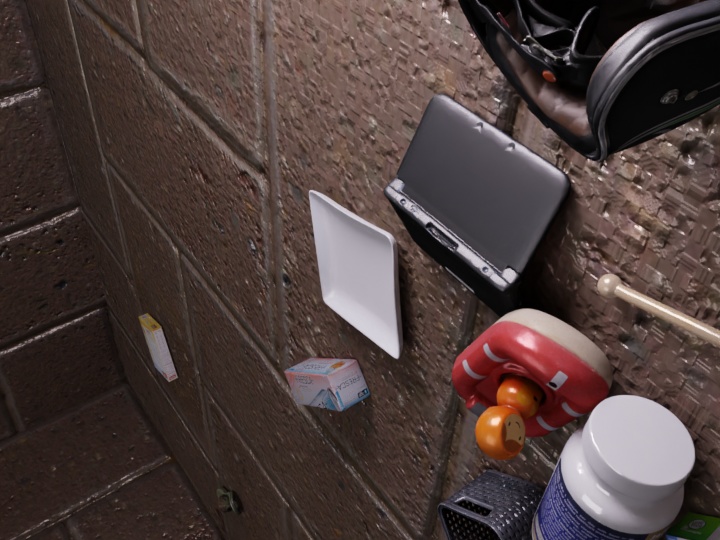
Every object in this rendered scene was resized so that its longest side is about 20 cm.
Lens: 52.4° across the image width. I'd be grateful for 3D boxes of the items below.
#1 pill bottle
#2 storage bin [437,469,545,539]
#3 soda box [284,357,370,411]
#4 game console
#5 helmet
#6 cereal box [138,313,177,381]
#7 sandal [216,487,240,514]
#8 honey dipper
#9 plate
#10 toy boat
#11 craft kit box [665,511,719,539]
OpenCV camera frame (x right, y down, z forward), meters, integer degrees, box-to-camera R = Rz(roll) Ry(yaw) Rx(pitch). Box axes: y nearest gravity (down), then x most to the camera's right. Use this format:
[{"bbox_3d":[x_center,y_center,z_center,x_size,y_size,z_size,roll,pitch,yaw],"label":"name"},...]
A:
[{"bbox_3d":[0.242,0.219,0.711,0.116,0.115,0.202,44,147,34],"label":"pill bottle"},{"bbox_3d":[0.197,0.377,0.943,0.135,0.093,0.203,-3,108,61],"label":"storage bin"},{"bbox_3d":[-0.063,0.198,1.292,0.199,0.063,0.069,-11,102,63],"label":"soda box"},{"bbox_3d":[0.131,-0.059,0.791,0.200,0.116,0.176,44,176,36],"label":"game console"},{"bbox_3d":[0.172,-0.182,0.436,0.200,0.190,0.200,48,-171,-10],"label":"helmet"},{"bbox_3d":[-0.678,0.257,2.451,0.143,0.039,0.203,27,134,51],"label":"cereal box"},{"bbox_3d":[-0.450,0.780,2.447,0.200,0.057,0.081,-16,98,62],"label":"sandal"},{"bbox_3d":[0.275,0.047,0.602,0.199,0.038,0.038,34,140,48],"label":"honey dipper"},{"bbox_3d":[0.000,0.000,1.054,0.199,0.032,0.202,34,139,46],"label":"plate"},{"bbox_3d":[0.159,0.131,0.742,0.130,0.131,0.200,33,149,2],"label":"toy boat"},{"bbox_3d":[0.383,0.320,0.622,0.197,0.048,0.202,-13,100,65],"label":"craft kit box"}]
